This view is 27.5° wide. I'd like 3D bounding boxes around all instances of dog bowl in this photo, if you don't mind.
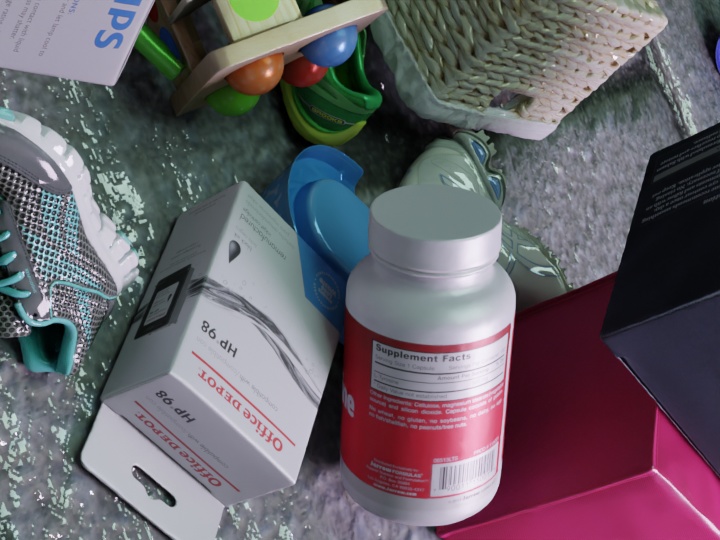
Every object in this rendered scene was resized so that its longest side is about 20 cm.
[{"bbox_3d":[0.000,0.000,1.052,0.200,0.049,0.112,43,41,-30],"label":"dog bowl"}]

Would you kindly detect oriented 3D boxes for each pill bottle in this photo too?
[{"bbox_3d":[0.043,0.054,0.956,0.112,0.111,0.203,-36,135,-52],"label":"pill bottle"}]

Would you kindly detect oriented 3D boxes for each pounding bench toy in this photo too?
[{"bbox_3d":[-0.108,-0.177,0.947,0.198,0.124,0.158,-23,91,-21],"label":"pounding bench toy"}]

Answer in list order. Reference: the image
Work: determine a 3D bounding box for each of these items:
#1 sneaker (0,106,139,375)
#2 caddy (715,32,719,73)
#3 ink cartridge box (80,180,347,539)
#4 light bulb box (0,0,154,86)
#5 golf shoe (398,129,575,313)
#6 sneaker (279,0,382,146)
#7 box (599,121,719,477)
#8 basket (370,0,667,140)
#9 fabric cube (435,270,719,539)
[{"bbox_3d":[-0.180,-0.011,0.777,0.201,0.077,0.092,60,41,-54],"label":"sneaker"},{"bbox_3d":[0.510,-0.255,1.746,0.201,0.140,0.105,53,42,-20],"label":"caddy"},{"bbox_3d":[-0.083,0.060,0.905,0.116,0.066,0.202,45,42,-29],"label":"ink cartridge box"},{"bbox_3d":[-0.215,-0.218,0.755,0.198,0.125,0.200,5,46,-36],"label":"light bulb box"},{"bbox_3d":[0.097,-0.008,1.178,0.097,0.078,0.201,-37,96,-35],"label":"golf shoe"},{"bbox_3d":[-0.033,-0.195,1.086,0.074,0.083,0.202,-17,84,-52],"label":"sneaker"},{"bbox_3d":[0.281,0.028,1.014,0.197,0.117,0.201,47,43,-21],"label":"box"},{"bbox_3d":[0.112,-0.235,1.191,0.197,0.160,0.202,3,57,-51],"label":"basket"},{"bbox_3d":[0.202,0.144,1.110,0.199,0.195,0.202,40,45,-28],"label":"fabric cube"}]
